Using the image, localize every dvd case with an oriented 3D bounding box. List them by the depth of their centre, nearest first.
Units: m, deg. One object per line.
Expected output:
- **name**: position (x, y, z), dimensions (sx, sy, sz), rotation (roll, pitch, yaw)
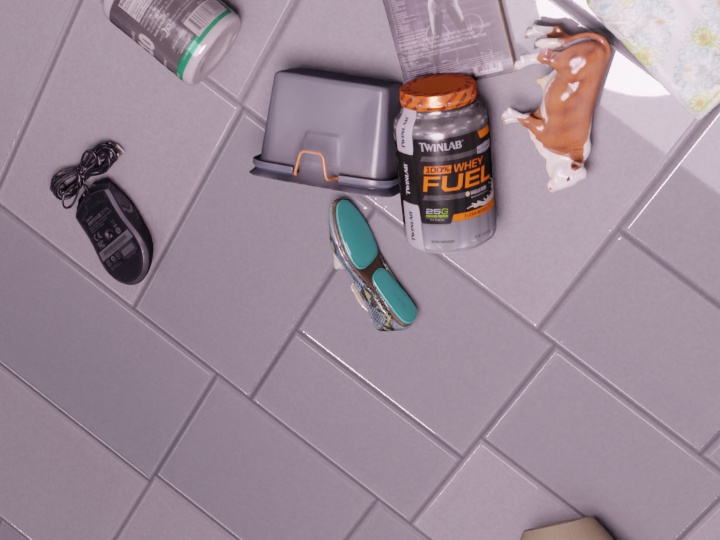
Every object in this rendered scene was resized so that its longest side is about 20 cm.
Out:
- **dvd case**: position (0.100, -0.328, 1.503), dimensions (0.147, 0.016, 0.203), rotation (-9, 109, 26)

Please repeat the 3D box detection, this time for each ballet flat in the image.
- **ballet flat**: position (0.000, 0.000, 1.659), dimensions (0.074, 0.074, 0.202), rotation (-26, 97, 29)

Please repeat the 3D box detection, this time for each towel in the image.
- **towel**: position (0.382, -0.295, 1.387), dimensions (0.200, 0.048, 0.171), rotation (46, 120, -2)

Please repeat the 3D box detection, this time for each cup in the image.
- **cup**: position (0.287, 0.419, 1.670), dimensions (0.198, 0.199, 0.146), rotation (-18, 76, 27)

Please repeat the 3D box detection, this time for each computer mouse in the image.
- **computer mouse**: position (-0.357, -0.077, 1.778), dimensions (0.137, 0.053, 0.202), rotation (-29, 89, 28)

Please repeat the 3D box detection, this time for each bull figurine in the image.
- **bull figurine**: position (0.237, -0.198, 1.475), dimensions (0.120, 0.065, 0.203), rotation (18, 117, 10)

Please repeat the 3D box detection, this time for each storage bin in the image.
- **storage bin**: position (-0.037, -0.180, 1.560), dimensions (0.197, 0.145, 0.137), rotation (10, 106, 17)

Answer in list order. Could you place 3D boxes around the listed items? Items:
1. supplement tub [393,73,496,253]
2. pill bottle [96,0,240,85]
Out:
- **supplement tub**: position (0.105, -0.134, 1.520), dimensions (0.121, 0.123, 0.203), rotation (2, 116, 21)
- **pill bottle**: position (-0.263, -0.345, 1.584), dimensions (0.199, 0.113, 0.114), rotation (39, 120, 2)
